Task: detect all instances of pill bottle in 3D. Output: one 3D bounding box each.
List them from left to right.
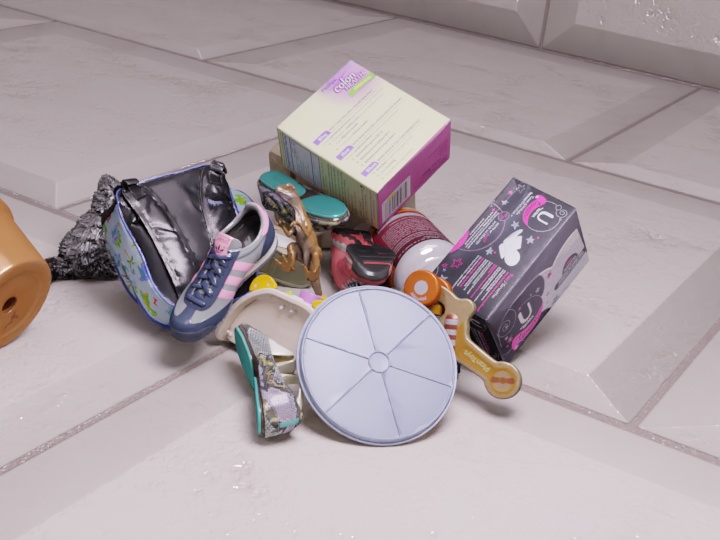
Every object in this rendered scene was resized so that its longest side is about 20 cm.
[{"bbox_3d":[0.088,-0.009,1.722,0.112,0.114,0.200,-2,24,-20],"label":"pill bottle"}]

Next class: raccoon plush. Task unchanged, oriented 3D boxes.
[{"bbox_3d":[-0.391,-0.056,1.666,0.096,0.135,0.200,18,25,22],"label":"raccoon plush"}]

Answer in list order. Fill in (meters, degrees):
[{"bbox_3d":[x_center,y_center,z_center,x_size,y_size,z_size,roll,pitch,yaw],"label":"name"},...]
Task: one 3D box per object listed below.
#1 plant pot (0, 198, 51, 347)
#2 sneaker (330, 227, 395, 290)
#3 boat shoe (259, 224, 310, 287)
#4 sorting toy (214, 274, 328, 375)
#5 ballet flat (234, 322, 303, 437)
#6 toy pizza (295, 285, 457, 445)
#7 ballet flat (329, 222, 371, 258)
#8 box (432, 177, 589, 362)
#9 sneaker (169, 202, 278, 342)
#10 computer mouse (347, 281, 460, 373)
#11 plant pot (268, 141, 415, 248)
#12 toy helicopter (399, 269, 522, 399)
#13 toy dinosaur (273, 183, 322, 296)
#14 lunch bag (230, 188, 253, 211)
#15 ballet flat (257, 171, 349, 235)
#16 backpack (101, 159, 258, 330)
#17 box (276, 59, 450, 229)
[{"bbox_3d":[-0.482,0.006,1.450,0.140,0.201,0.200,33,31,17],"label":"plant pot"},{"bbox_3d":[0.000,0.000,1.705,0.073,0.087,0.200,5,15,-15],"label":"sneaker"},{"bbox_3d":[-0.158,-0.039,1.731,0.199,0.075,0.069,26,27,-16],"label":"boat shoe"},{"bbox_3d":[-0.053,0.078,1.537,0.199,0.107,0.180,23,9,32],"label":"sorting toy"},{"bbox_3d":[-0.106,0.129,1.403,0.072,0.072,0.201,0,31,-16],"label":"ballet flat"},{"bbox_3d":[0.019,0.114,1.401,0.199,0.032,0.201,6,65,-13],"label":"toy pizza"},{"bbox_3d":[0.042,-0.050,1.863,0.199,0.070,0.069,-9,28,-34],"label":"ballet flat"},{"bbox_3d":[0.204,0.002,1.582,0.115,0.132,0.200,32,74,35],"label":"box"},{"bbox_3d":[-0.179,-0.003,1.462,0.070,0.082,0.200,21,60,21],"label":"sneaker"},{"bbox_3d":[0.055,0.066,1.566,0.140,0.046,0.200,21,14,-31],"label":"computer mouse"},{"bbox_3d":[-0.040,-0.144,1.925,0.176,0.201,0.199,-25,37,-31],"label":"plant pot"},{"bbox_3d":[0.112,0.100,1.462,0.200,0.133,0.079,37,4,20],"label":"toy helicopter"},{"bbox_3d":[-0.067,-0.016,1.531,0.060,0.201,0.106,-5,25,15],"label":"toy dinosaur"},{"bbox_3d":[-0.253,-0.070,1.806,0.199,0.083,0.161,-6,27,-27],"label":"lunch bag"},{"bbox_3d":[-0.083,-0.089,1.751,0.072,0.072,0.200,-12,29,-37],"label":"ballet flat"},{"bbox_3d":[-0.241,-0.020,1.584,0.182,0.147,0.201,-17,73,-33],"label":"backpack"},{"bbox_3d":[0.006,-0.193,1.769,0.200,0.097,0.176,34,65,21],"label":"box"}]
